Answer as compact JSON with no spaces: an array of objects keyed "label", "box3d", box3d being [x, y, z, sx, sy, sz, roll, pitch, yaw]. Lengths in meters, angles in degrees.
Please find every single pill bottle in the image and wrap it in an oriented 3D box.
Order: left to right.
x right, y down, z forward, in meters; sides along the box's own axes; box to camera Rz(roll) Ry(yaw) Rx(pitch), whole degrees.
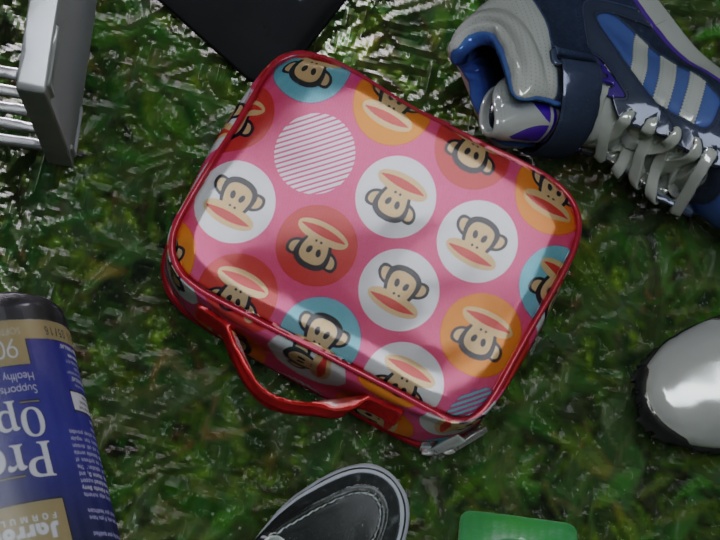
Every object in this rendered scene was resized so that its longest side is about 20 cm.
[{"label":"pill bottle","box3d":[-0.177,0.122,1.232,0.111,0.112,0.201,-13,74,-12]}]

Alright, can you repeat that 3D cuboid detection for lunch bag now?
[{"label":"lunch bag","box3d":[0.000,0.000,1.313,0.199,0.082,0.177,30,71,1]}]

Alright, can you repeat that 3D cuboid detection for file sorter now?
[{"label":"file sorter","box3d":[-0.199,-0.146,1.254,0.124,0.200,0.140,8,82,-1]}]

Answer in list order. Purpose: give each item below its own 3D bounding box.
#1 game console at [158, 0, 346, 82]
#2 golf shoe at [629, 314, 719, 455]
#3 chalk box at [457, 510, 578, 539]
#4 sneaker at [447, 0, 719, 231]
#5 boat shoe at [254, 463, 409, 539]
[{"label":"game console","box3d":[-0.055,-0.226,1.347,0.177,0.031,0.200,43,111,8]},{"label":"golf shoe","box3d":[0.243,0.045,1.330,0.199,0.095,0.078,-10,75,-10]},{"label":"chalk box","box3d":[0.074,0.216,1.232,0.124,0.124,0.201,7,72,-6]},{"label":"sneaker","box3d":[0.132,-0.071,1.338,0.146,0.081,0.200,-24,67,-36]},{"label":"boat shoe","box3d":[-0.047,0.169,1.258,0.199,0.068,0.074,-39,82,-18]}]
